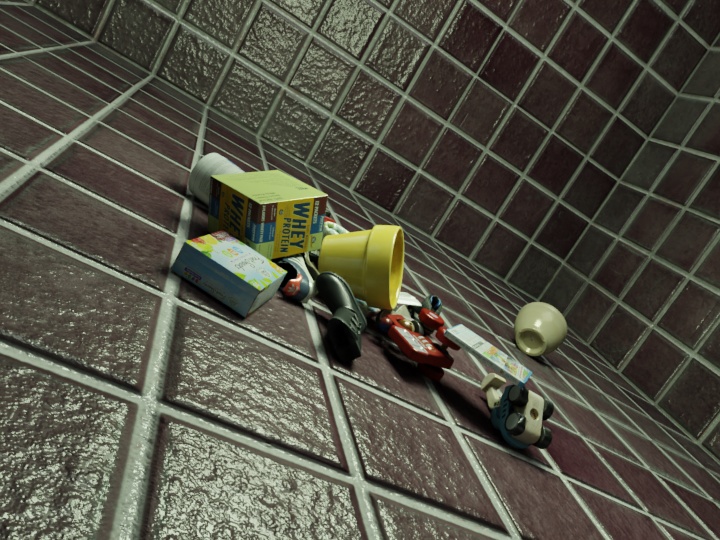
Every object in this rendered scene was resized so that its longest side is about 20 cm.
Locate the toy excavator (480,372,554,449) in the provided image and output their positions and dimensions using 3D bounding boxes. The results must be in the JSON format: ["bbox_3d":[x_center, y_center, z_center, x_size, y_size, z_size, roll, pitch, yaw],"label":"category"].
[{"bbox_3d":[0.337,0.313,1.413,0.099,0.200,0.197,28,57,-18],"label":"toy excavator"}]

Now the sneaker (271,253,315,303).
[{"bbox_3d":[-0.173,-0.007,1.403,0.084,0.075,0.200,27,13,-41],"label":"sneaker"}]

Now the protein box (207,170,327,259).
[{"bbox_3d":[-0.216,-0.132,1.427,0.197,0.137,0.199,-14,33,-43],"label":"protein box"}]

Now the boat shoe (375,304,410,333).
[{"bbox_3d":[0.073,0.129,1.571,0.199,0.056,0.068,-9,78,-67],"label":"boat shoe"}]

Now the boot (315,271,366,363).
[{"bbox_3d":[-0.049,0.091,1.286,0.166,0.065,0.200,52,13,-6],"label":"boot"}]

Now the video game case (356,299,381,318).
[{"bbox_3d":[-0.006,0.071,1.654,0.142,0.018,0.200,37,13,15],"label":"video game case"}]

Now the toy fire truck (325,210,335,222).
[{"bbox_3d":[-0.149,-0.132,1.892,0.174,0.130,0.200,24,5,-33],"label":"toy fire truck"}]

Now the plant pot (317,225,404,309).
[{"bbox_3d":[0.001,-0.015,1.514,0.185,0.205,0.201,6,8,12],"label":"plant pot"}]

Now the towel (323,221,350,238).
[{"bbox_3d":[-0.052,-0.061,1.755,0.198,0.049,0.171,31,-27,-17],"label":"towel"}]

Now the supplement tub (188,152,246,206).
[{"bbox_3d":[-0.336,-0.201,1.611,0.199,0.133,0.132,37,13,15],"label":"supplement tub"}]

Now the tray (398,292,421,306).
[{"bbox_3d":[0.107,0.075,1.728,0.105,0.023,0.200,9,2,-4],"label":"tray"}]

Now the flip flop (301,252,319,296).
[{"bbox_3d":[-0.131,0.005,1.478,0.058,0.081,0.200,44,4,-39],"label":"flip flop"}]

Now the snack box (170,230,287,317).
[{"bbox_3d":[-0.248,0.001,1.205,0.167,0.068,0.200,33,13,2],"label":"snack box"}]

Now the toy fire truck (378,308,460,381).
[{"bbox_3d":[0.128,0.158,1.435,0.166,0.113,0.200,22,15,-37],"label":"toy fire truck"}]

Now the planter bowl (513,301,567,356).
[{"bbox_3d":[0.664,0.239,2.334,0.199,0.202,0.134,36,40,17],"label":"planter bowl"}]

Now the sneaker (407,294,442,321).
[{"bbox_3d":[0.185,0.112,1.748,0.072,0.113,0.200,30,13,-11],"label":"sneaker"}]

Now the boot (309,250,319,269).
[{"bbox_3d":[-0.166,-0.060,1.637,0.202,0.074,0.154,33,9,-23],"label":"boot"}]

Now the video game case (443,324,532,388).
[{"bbox_3d":[0.288,0.188,1.385,0.199,0.018,0.143,34,12,19],"label":"video game case"}]
